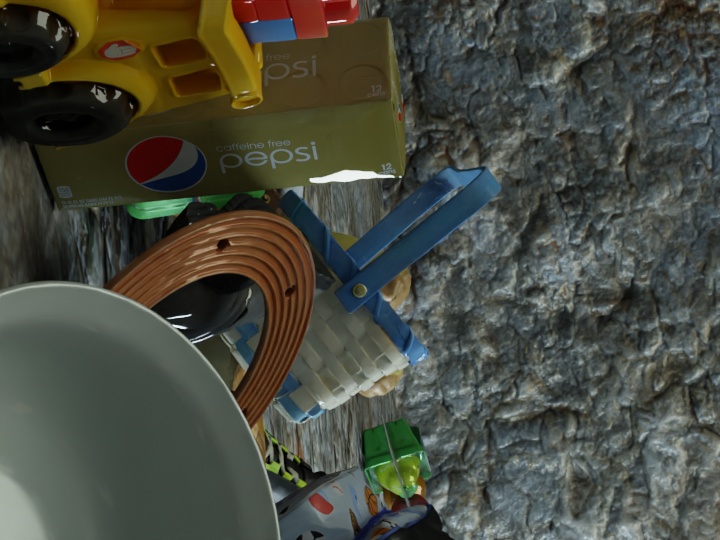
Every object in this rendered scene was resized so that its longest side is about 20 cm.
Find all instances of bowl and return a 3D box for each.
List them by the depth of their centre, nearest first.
[{"bbox_3d":[-0.128,0.111,0.732,0.201,0.090,0.202,22,61,-45],"label":"bowl"}]

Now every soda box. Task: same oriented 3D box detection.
[{"bbox_3d":[-0.076,-0.086,1.078,0.064,0.199,0.068,78,8,-50],"label":"soda box"}]

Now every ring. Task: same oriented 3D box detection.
[{"bbox_3d":[-0.101,0.052,1.002,0.019,0.200,0.201,39,-21,29],"label":"ring"}]

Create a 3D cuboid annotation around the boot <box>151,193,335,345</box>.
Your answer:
[{"bbox_3d":[-0.098,0.024,1.113,0.070,0.132,0.200,47,13,17],"label":"boot"}]

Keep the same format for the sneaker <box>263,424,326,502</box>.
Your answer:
[{"bbox_3d":[-0.068,0.157,1.548,0.200,0.082,0.072,78,9,-52],"label":"sneaker"}]

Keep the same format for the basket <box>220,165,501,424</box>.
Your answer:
[{"bbox_3d":[0.000,0.000,1.270,0.139,0.200,0.176,54,-4,-5],"label":"basket"}]

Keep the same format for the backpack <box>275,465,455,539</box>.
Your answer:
[{"bbox_3d":[-0.030,0.206,1.057,0.154,0.190,0.200,47,7,12],"label":"backpack"}]

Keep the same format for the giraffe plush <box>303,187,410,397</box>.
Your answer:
[{"bbox_3d":[-0.056,0.034,1.498,0.162,0.172,0.201,-60,137,-68],"label":"giraffe plush"}]

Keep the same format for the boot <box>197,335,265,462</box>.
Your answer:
[{"bbox_3d":[-0.105,0.110,1.387,0.144,0.070,0.202,100,-18,-53],"label":"boot"}]

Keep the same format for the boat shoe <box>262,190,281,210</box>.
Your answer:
[{"bbox_3d":[-0.086,-0.066,1.396,0.201,0.067,0.072,62,-4,3],"label":"boat shoe"}]

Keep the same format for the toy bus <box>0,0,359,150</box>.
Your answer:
[{"bbox_3d":[-0.101,-0.152,0.952,0.200,0.191,0.136,64,23,-71],"label":"toy bus"}]

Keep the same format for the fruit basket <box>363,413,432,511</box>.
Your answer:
[{"bbox_3d":[0.071,0.313,2.686,0.185,0.093,0.201,72,-6,-66],"label":"fruit basket"}]

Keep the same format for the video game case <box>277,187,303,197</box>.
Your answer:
[{"bbox_3d":[-0.088,-0.161,1.425,0.182,0.024,0.200,61,-15,21],"label":"video game case"}]

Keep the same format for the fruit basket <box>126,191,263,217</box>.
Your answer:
[{"bbox_3d":[-0.122,-0.096,1.245,0.200,0.093,0.186,148,-66,-77],"label":"fruit basket"}]
